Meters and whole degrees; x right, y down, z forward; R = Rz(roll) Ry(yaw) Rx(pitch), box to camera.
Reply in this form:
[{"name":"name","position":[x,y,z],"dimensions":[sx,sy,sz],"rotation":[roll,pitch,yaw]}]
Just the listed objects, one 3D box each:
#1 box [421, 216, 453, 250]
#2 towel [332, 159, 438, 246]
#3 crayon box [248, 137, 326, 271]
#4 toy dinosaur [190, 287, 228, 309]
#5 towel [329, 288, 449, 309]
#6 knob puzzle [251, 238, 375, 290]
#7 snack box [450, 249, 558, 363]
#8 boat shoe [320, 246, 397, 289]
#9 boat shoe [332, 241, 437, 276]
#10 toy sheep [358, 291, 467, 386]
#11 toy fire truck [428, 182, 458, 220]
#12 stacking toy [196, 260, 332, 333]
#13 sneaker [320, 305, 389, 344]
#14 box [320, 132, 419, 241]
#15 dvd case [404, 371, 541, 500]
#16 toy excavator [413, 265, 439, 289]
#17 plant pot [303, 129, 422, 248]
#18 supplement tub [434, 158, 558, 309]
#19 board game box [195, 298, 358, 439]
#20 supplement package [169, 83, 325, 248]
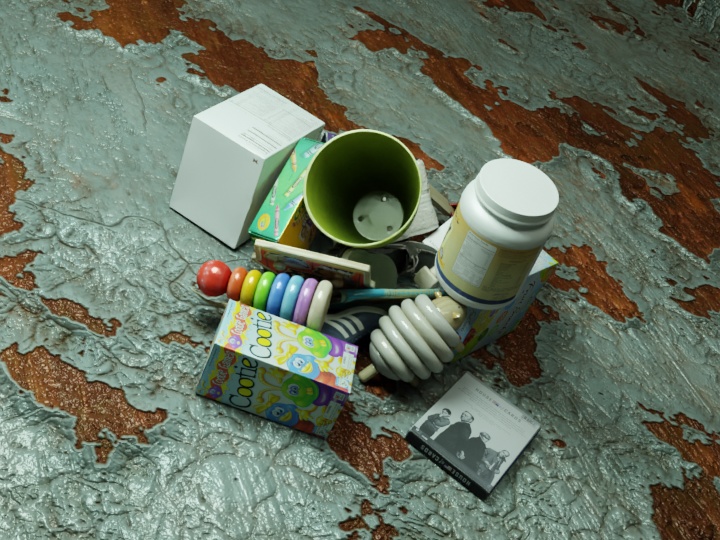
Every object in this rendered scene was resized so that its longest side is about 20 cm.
[{"name":"box","position":[0.229,-0.055,1.855],"dimensions":[0.200,0.036,0.144],"rotation":[-39,79,-13]},{"name":"towel","position":[0.035,-0.113,1.805],"dimensions":[0.199,0.133,0.034],"rotation":[-17,11,-13]},{"name":"crayon box","position":[-0.106,-0.104,1.676],"dimensions":[0.058,0.119,0.200],"rotation":[18,64,18]},{"name":"toy dinosaur","position":[-0.167,0.060,1.580],"dimensions":[0.101,0.058,0.200],"rotation":[33,25,36]},{"name":"towel","position":[0.029,0.048,1.632],"dimensions":[0.199,0.147,0.022],"rotation":[1,81,-26]},{"name":"knob puzzle","position":[-0.075,0.010,1.577],"dimensions":[0.219,0.220,0.031],"rotation":[16,76,-13]},{"name":"snack box","position":[0.224,0.051,1.715],"dimensions":[0.068,0.169,0.200],"rotation":[43,40,22]},{"name":"boat shoe","position":[0.000,0.000,1.690],"dimensions":[0.060,0.072,0.201],"rotation":[7,-9,28]},{"name":"boat shoe","position":[0.049,-0.017,1.777],"dimensions":[0.199,0.067,0.057],"rotation":[6,22,-14]},{"name":"toy sheep","position":[0.082,0.111,1.568],"dimensions":[0.138,0.200,0.138],"rotation":[49,0,0]},{"name":"toy fire truck","position":[0.213,-0.089,1.942],"dimensions":[0.199,0.129,0.176],"rotation":[0,42,-13]},{"name":"stacking toy","position":[-0.146,0.030,1.501],"dimensions":[0.199,0.086,0.085],"rotation":[17,36,2]},{"name":"sneaker","position":[-0.030,0.110,1.579],"dimensions":[0.199,0.075,0.085],"rotation":[-5,54,-30]},{"name":"box","position":[0.013,-0.156,1.903],"dimensions":[0.199,0.104,0.148],"rotation":[13,37,-16]},{"name":"dvd case","position":[0.177,0.248,1.562],"dimensions":[0.150,0.025,0.200],"rotation":[37,36,15]},{"name":"toy excavator","position":[0.193,-0.039,1.735],"dimensions":[0.100,0.194,0.200],"rotation":[50,19,17]},{"name":"plant pot","position":[0.015,-0.113,1.671],"dimensions":[0.187,0.187,0.200],"rotation":[34,-4,12]},{"name":"supplement tub","position":[0.204,-0.054,1.525],"dimensions":[0.144,0.200,0.145],"rotation":[10,44,-10]},{"name":"board game box","position":[-0.118,0.140,1.450],"dimensions":[0.199,0.103,0.105],"rotation":[20,36,-8]},{"name":"supplement package","position":[-0.193,-0.181,1.734],"dimensions":[0.147,0.192,0.200],"rotation":[32,35,12]}]
